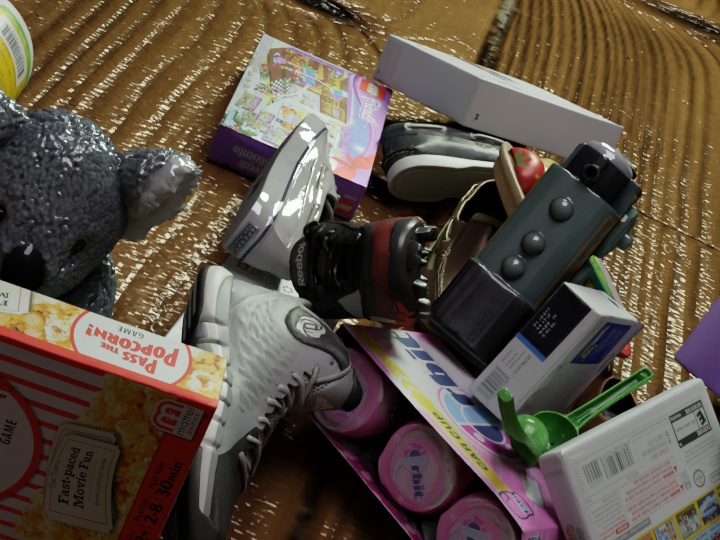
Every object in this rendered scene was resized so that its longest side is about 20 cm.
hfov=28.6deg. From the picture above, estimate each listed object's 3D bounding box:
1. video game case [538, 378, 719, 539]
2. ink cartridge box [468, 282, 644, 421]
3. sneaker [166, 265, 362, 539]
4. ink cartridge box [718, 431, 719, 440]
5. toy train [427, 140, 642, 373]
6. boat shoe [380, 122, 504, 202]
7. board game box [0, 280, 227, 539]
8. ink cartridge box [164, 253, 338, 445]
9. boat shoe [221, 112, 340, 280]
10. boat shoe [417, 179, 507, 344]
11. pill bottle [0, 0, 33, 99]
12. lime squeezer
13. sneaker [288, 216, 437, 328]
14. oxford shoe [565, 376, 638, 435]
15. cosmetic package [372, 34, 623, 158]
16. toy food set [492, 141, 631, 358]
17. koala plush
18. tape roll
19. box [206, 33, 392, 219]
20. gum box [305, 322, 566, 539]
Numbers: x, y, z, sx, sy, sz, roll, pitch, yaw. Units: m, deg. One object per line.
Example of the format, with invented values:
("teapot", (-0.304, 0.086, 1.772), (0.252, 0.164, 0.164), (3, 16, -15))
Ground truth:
("video game case", (0.205, 0.180, 0.931), (0.200, 0.023, 0.183), (-15, 84, -50))
("ink cartridge box", (0.145, 0.060, 1.014), (0.039, 0.100, 0.200), (43, 10, 18))
("sneaker", (-0.053, 0.087, 0.862), (0.115, 0.075, 0.201), (12, 52, -15))
("ink cartridge box", (0.339, 0.163, 0.983), (0.200, 0.198, 0.047), (38, 53, 19))
("toy train", (0.128, -0.008, 1.023), (0.085, 0.200, 0.114), (41, 4, 13))
("boat shoe", (0.109, -0.096, 1.289), (0.199, 0.076, 0.061), (9, 54, -33))
("board game box", (-0.191, 0.081, 0.762), (0.199, 0.152, 0.046), (20, 33, -9))
("ink cartridge box", (-0.085, 0.061, 0.976), (0.094, 0.037, 0.200), (29, 30, 2))
("boat shoe", (-0.048, -0.057, 1.096), (0.066, 0.072, 0.200), (37, 26, -9))
("boat shoe", (0.091, -0.015, 1.171), (0.075, 0.075, 0.203), (23, 32, -5))
("pill bottle", (-0.313, -0.122, 1.000), (0.111, 0.111, 0.200), (22, 32, -7))
("lime squeezer", (0.123, 0.098, 0.900), (0.200, 0.071, 0.038), (1, 57, -54))
("sneaker", (0.000, 0.000, 0.956), (0.098, 0.071, 0.200), (7, -5, -3))
("oxford shoe", (0.189, 0.155, 1.007), (0.071, 0.071, 0.200), (14, 36, -22))
("cosmetic package", (0.134, -0.162, 1.369), (0.200, 0.052, 0.151), (12, 18, -40))
("toy food set", (0.170, -0.019, 1.176), (0.200, 0.049, 0.198), (38, 29, -64))
("koala plush", (-0.199, -0.016, 0.848), (0.177, 0.200, 0.184), (20, 32, -9))
("tape roll", (0.348, 0.104, 1.121), (0.200, 0.066, 0.200), (35, 7, -5))
("box", (-0.050, -0.134, 1.274), (0.136, 0.039, 0.200), (23, 32, -5))
("gum box", (0.060, 0.127, 0.929), (0.200, 0.066, 0.113), (47, 20, 30))
